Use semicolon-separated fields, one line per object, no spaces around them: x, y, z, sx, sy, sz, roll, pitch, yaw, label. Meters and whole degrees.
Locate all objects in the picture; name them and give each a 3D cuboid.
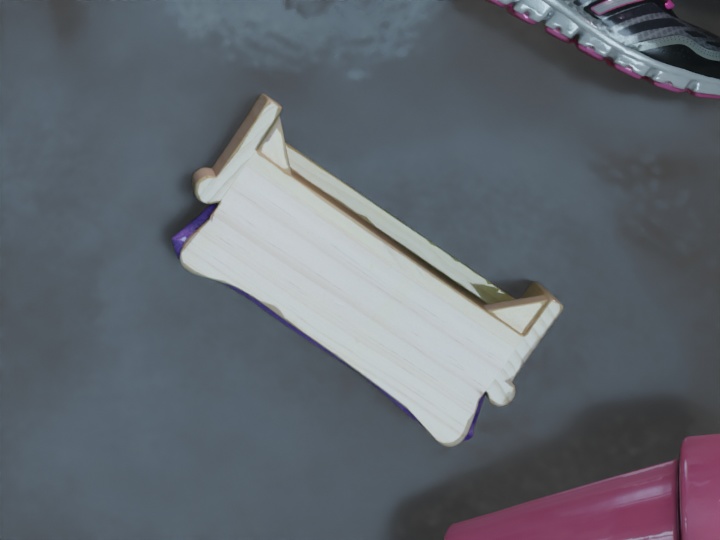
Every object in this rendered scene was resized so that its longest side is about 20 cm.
0.127;-0.161;1.434;0.200;0.074;0.088;28;95;-3;sneaker
0.000;0.000;1.423;0.200;0.083;0.098;34;93;-7;toy sofa
0.139;0.189;1.404;0.178;0.200;0.201;-6;94;9;plant pot
